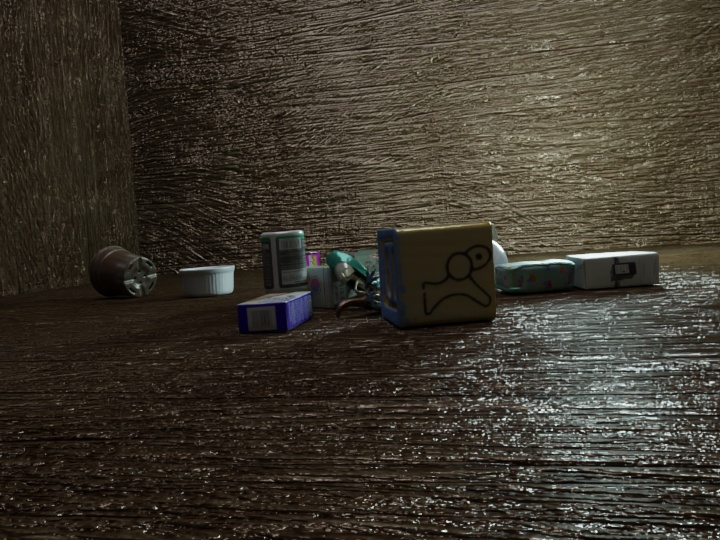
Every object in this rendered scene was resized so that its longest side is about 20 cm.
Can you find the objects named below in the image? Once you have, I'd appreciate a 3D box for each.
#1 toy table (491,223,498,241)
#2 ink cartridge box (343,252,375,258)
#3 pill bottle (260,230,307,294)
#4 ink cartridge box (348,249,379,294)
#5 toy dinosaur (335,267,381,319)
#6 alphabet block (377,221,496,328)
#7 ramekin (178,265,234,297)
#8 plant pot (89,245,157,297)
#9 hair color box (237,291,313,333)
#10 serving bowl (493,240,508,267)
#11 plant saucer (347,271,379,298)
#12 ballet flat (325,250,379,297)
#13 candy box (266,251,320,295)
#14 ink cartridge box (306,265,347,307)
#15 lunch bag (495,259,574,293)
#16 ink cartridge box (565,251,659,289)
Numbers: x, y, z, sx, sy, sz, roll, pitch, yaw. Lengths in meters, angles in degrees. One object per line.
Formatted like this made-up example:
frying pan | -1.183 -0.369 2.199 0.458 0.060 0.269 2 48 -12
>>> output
toy table | 0.390 -0.039 1.964 0.115 0.187 0.200 -19 12 12
ink cartridge box | 0.044 -0.016 1.924 0.159 0.048 0.200 2 -32 49
pill bottle | -0.191 0.003 1.594 0.111 0.204 0.113 -3 4 0
ink cartridge box | 0.000 0.000 1.728 0.158 0.201 0.048 -7 49 -41
toy dinosaur | 0.043 0.056 1.474 0.197 0.107 0.182 -20 -22 6
alphabet block | 0.149 0.003 1.291 0.196 0.200 0.196 -4 5 -9
ramekin | -0.553 0.039 2.284 0.196 0.100 0.200 -3 3 0
plant pot | -0.907 0.014 2.448 0.195 0.205 0.199 7 9 35
hair color box | -0.179 0.087 1.364 0.107 0.066 0.200 -4 2 10
serving bowl | 0.322 -0.032 1.815 0.196 0.066 0.202 -12 41 10
plant saucer | 0.050 0.033 1.682 0.196 0.051 0.200 -17 -5 -1
ballet flat | -0.010 0.023 1.549 0.199 0.068 0.070 36 28 6
candy box | -0.197 0.019 1.876 0.060 0.139 0.199 -3 3 34
ink cartridge box | -0.124 0.042 1.681 0.198 0.106 0.059 0 5 42
lunch bag | 0.465 0.015 1.684 0.196 0.079 0.160 -4 2 -5
ink cartridge box | 0.663 -0.002 1.675 0.196 0.085 0.145 -4 4 0
